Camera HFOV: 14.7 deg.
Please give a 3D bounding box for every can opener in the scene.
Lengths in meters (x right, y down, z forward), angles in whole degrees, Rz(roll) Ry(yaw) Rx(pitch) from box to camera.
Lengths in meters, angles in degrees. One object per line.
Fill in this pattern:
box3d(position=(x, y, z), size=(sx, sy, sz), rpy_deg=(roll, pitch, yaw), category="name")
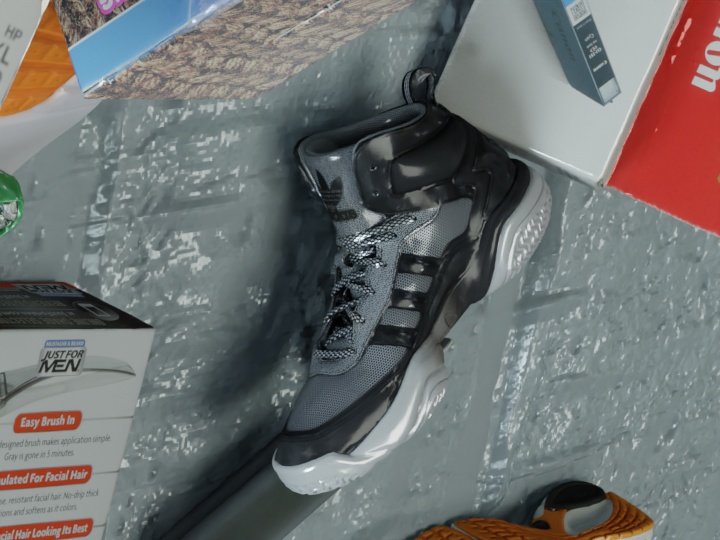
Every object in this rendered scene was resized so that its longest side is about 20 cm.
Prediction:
box3d(position=(-0.030, 0.082, 1.346), size=(0.200, 0.053, 0.067), rpy_deg=(-45, 104, -30), category="can opener")

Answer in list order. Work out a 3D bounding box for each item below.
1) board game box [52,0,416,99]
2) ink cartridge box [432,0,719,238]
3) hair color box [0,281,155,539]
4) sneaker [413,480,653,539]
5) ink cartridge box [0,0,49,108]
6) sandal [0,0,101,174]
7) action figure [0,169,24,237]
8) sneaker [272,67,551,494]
box3d(position=(-0.046, -0.184, 1.007), size=(0.097, 0.159, 0.201), rpy_deg=(-5, 72, -50), category="board game box")
box3d(position=(0.153, -0.133, 1.348), size=(0.045, 0.176, 0.201), rpy_deg=(29, 84, -82), category="ink cartridge box")
box3d(position=(-0.165, 0.108, 1.168), size=(0.111, 0.064, 0.201), rpy_deg=(1, 109, -52), category="hair color box")
box3d(position=(0.087, 0.184, 1.520), size=(0.200, 0.076, 0.092), rpy_deg=(-11, 121, -47), category="sneaker")
box3d(position=(-0.220, -0.100, 0.870), size=(0.147, 0.199, 0.145), rpy_deg=(26, 88, -53), category="ink cartridge box")
box3d(position=(-0.159, -0.071, 1.090), size=(0.207, 0.059, 0.079), rpy_deg=(-44, 152, 4), category="sandal")
box3d(position=(-0.205, 0.032, 1.056), size=(0.200, 0.055, 0.118), rpy_deg=(-45, 151, -9), category="action figure")
box3d(position=(0.000, 0.000, 1.291), size=(0.114, 0.075, 0.200), rpy_deg=(48, 64, -27), category="sneaker")
